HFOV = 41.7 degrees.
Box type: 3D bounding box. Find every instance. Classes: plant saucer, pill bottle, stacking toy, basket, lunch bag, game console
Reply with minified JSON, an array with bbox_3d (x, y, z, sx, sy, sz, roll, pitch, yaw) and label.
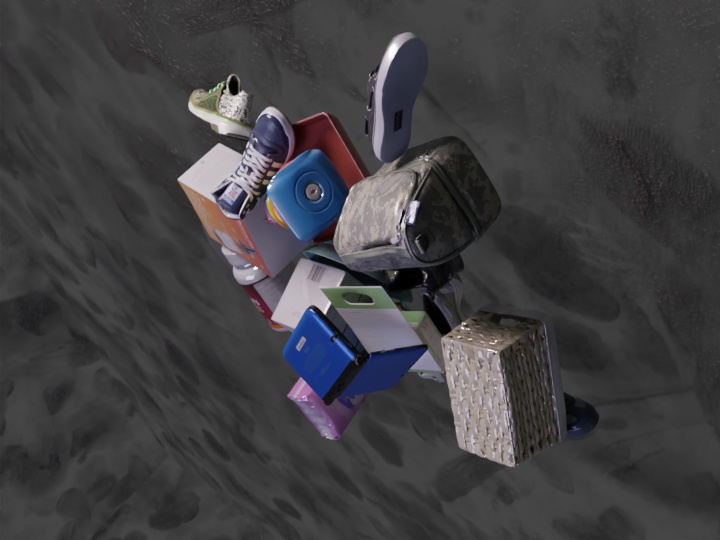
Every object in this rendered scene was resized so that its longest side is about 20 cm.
[{"bbox_3d":[-0.055,-0.145,1.462,0.198,0.037,0.201,-9,120,49],"label":"plant saucer"},{"bbox_3d":[-0.175,0.011,1.805,0.109,0.110,0.201,11,142,49],"label":"pill bottle"},{"bbox_3d":[0.000,0.000,1.555,0.197,0.028,0.200,23,173,3],"label":"plant saucer"},{"bbox_3d":[-0.107,-0.103,1.457,0.111,0.116,0.199,54,157,-9],"label":"stacking toy"},{"bbox_3d":[0.208,0.168,1.391,0.134,0.122,0.204,10,116,49],"label":"basket"},{"bbox_3d":[0.067,-0.071,1.268,0.140,0.168,0.199,53,153,-18],"label":"lunch bag"},{"bbox_3d":[-0.013,0.127,1.500,0.171,0.118,0.200,46,149,8],"label":"game console"}]

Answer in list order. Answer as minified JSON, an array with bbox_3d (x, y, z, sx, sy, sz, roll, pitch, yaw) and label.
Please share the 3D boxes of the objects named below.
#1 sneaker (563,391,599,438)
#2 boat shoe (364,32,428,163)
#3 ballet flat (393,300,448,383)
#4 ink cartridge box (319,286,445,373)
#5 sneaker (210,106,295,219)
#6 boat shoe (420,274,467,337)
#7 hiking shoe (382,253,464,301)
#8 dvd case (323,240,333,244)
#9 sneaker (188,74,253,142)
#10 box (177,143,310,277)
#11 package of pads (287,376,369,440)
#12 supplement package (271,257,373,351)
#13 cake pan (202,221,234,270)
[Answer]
[{"bbox_3d":[0.275,0.200,1.468,0.198,0.070,0.083,8,138,49],"label":"sneaker"},{"bbox_3d":[0.037,-0.229,1.210,0.067,0.069,0.202,52,157,29],"label":"boat shoe"},{"bbox_3d":[0.107,0.141,1.618,0.200,0.065,0.071,47,178,-10],"label":"ballet flat"},{"bbox_3d":[0.042,0.081,1.499,0.144,0.048,0.201,-1,133,44],"label":"ink cartridge box"},{"bbox_3d":[-0.166,-0.153,1.437,0.070,0.109,0.201,38,145,6],"label":"sneaker"},{"bbox_3d":[0.129,0.076,1.510,0.074,0.065,0.204,30,150,27],"label":"boat shoe"},{"bbox_3d":[0.056,-0.022,1.434,0.198,0.101,0.076,22,146,40],"label":"hiking shoe"},{"bbox_3d":[-0.071,-0.121,1.570,0.201,0.022,0.145,53,153,-11],"label":"dvd case"},{"bbox_3d":[-0.214,-0.274,1.528,0.076,0.090,0.200,14,-164,-36],"label":"sneaker"},{"bbox_3d":[-0.202,-0.107,1.660,0.199,0.106,0.154,30,154,41],"label":"box"},{"bbox_3d":[-0.038,0.206,1.795,0.075,0.201,0.121,-2,132,50],"label":"package of pads"},{"bbox_3d":[-0.031,0.084,1.626,0.120,0.121,0.199,16,165,44],"label":"supplement package"},{"bbox_3d":[-0.247,-0.056,1.912,0.199,0.037,0.202,35,152,21],"label":"cake pan"}]
